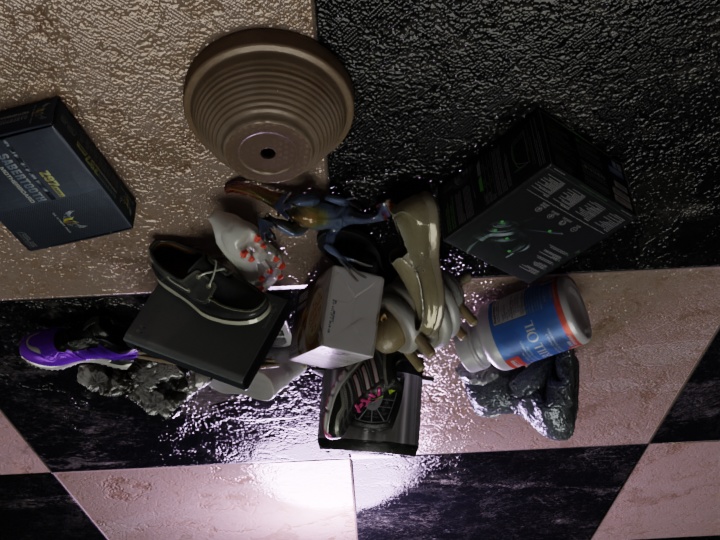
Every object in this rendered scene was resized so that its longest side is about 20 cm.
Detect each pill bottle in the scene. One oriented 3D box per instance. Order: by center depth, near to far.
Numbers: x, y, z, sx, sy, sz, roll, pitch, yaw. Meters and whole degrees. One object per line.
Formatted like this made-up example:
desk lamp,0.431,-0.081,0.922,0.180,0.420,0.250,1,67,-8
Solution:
pill bottle,0.253,0.093,1.324,0.199,0.113,0.112,-24,139,27

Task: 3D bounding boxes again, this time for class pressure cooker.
pressure cooker,0.015,0.207,1.399,0.178,0.202,0.175,-7,161,40

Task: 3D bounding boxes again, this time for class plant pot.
plant pot,-0.106,-0.166,0.960,0.199,0.093,0.202,-1,145,-1

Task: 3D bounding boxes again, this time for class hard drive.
hard drive,-0.215,0.076,1.181,0.198,0.140,0.033,17,149,20

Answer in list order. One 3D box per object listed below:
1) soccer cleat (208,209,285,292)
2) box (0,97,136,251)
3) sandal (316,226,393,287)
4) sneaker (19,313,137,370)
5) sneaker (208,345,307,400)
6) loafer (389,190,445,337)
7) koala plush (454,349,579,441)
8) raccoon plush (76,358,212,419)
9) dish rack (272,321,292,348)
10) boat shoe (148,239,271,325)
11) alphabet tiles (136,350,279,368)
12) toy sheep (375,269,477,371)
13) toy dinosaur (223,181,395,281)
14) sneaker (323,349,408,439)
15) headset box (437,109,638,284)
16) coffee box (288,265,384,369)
soccer cleat,-0.159,-0.027,1.182,0.069,0.077,0.200,-46,161,-12
box,-0.397,-0.113,1.047,0.156,0.051,0.201,-11,143,10
sandal,0.001,0.000,1.232,0.075,0.048,0.201,-17,142,20
sneaker,-0.439,0.105,1.336,0.198,0.070,0.100,2,142,-19
sneaker,-0.184,0.157,1.414,0.199,0.115,0.074,14,118,34
loafer,0.074,-0.007,1.132,0.068,0.076,0.202,-6,103,-4
koala plush,0.269,0.200,1.442,0.198,0.185,0.178,-2,146,19
raccoon plush,-0.340,0.159,1.351,0.199,0.134,0.097,23,96,-7
dish rack,-0.211,0.079,1.314,0.198,0.044,0.172,-4,156,1
boat shoe,-0.213,0.016,1.161,0.199,0.072,0.068,25,144,23
alphabet tiles,-0.231,0.134,1.265,0.198,0.006,0.166,5,180,30
toy sheep,0.095,0.060,1.243,0.199,0.138,0.138,-31,157,-31
toy dinosaur,-0.045,-0.088,1.110,0.181,0.200,0.105,-17,147,-47
sneaker,0.016,0.175,1.273,0.087,0.201,0.074,26,160,17
headset box,0.222,-0.084,1.093,0.173,0.093,0.200,23,137,-31
coffee box,-0.039,0.074,1.216,0.079,0.115,0.200,13,166,-15
